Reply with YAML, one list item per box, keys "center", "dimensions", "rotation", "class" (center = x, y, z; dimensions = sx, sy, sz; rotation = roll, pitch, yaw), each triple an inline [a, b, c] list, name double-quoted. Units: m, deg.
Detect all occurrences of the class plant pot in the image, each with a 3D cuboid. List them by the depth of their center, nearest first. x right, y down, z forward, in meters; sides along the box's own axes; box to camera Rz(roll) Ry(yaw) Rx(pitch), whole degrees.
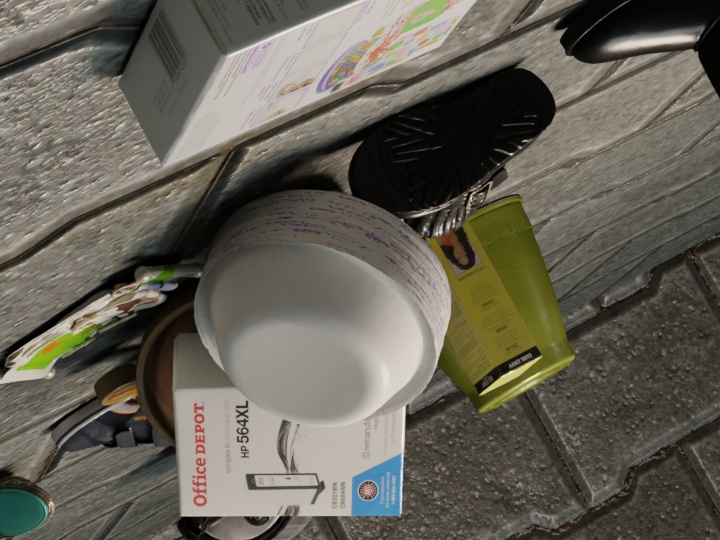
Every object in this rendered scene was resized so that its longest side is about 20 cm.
- center: [-0.101, 0.073, 1.771]
  dimensions: [0.200, 0.201, 0.093]
  rotation: [-32, -149, 17]
  class: "plant pot"
- center: [0.145, 0.049, 2.250]
  dimensions: [0.199, 0.194, 0.200]
  rotation: [-29, 171, -5]
  class: "plant pot"

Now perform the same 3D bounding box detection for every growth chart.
- center: [-0.216, 0.043, 1.609]
  dimensions: [0.199, 0.018, 0.144]
  rotation: [-33, 172, 21]
  class: "growth chart"

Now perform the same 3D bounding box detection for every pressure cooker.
- center: [-0.151, 0.287, 2.653]
  dimensions: [0.177, 0.178, 0.200]
  rotation: [3, 175, 13]
  class: "pressure cooker"

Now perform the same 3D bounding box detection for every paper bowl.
- center: [-0.034, 0.042, 1.546]
  dimensions: [0.200, 0.200, 0.105]
  rotation: [-38, -156, 43]
  class: "paper bowl"

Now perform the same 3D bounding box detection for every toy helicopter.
- center: [-0.173, 0.095, 1.862]
  dimensions: [0.132, 0.079, 0.199]
  rotation: [-35, 166, 29]
  class: "toy helicopter"

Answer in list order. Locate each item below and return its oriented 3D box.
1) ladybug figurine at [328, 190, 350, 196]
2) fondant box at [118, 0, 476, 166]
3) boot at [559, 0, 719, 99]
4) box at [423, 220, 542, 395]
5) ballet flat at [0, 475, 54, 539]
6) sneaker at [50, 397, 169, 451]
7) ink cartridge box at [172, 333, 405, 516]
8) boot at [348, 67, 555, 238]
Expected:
- center: [0.000, 0.000, 1.664]
  dimensions: [0.072, 0.136, 0.200]
  rotation: [-40, 166, 0]
  class: "ladybug figurine"
- center: [-0.021, -0.142, 1.067]
  dimensions: [0.199, 0.059, 0.144]
  rotation: [-25, 170, -26]
  class: "fondant box"
- center: [0.278, -0.167, 1.557]
  dimensions: [0.197, 0.163, 0.073]
  rotation: [-28, 170, -10]
  class: "boot"
- center: [0.092, 0.011, 1.829]
  dimensions: [0.050, 0.201, 0.075]
  rotation: [-26, 170, -20]
  class: "box"
- center: [-0.399, 0.262, 2.142]
  dimensions: [0.199, 0.068, 0.075]
  rotation: [-29, -165, 29]
  class: "ballet flat"
- center: [-0.215, 0.149, 2.015]
  dimensions: [0.199, 0.080, 0.078]
  rotation: [-28, 172, -1]
  class: "sneaker"
- center: [-0.062, 0.134, 1.708]
  dimensions: [0.198, 0.147, 0.085]
  rotation: [-1, -146, -2]
  class: "ink cartridge box"
- center: [0.056, -0.076, 1.620]
  dimensions: [0.210, 0.080, 0.158]
  rotation: [-25, 170, -31]
  class: "boot"
